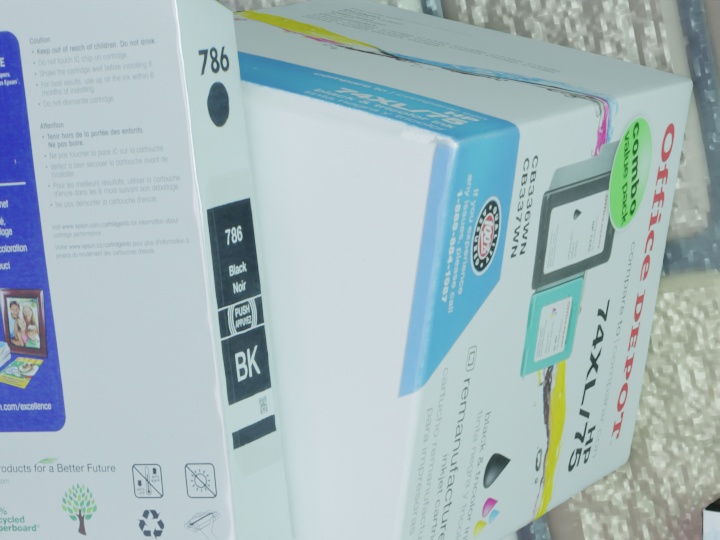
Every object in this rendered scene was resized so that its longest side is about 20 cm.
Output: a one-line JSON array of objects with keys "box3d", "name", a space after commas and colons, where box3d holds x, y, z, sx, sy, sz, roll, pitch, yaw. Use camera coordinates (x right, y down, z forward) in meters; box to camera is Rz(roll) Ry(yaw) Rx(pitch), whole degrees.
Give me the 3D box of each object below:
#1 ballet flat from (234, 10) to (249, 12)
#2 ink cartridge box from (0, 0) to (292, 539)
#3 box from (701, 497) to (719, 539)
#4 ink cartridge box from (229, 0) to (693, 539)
[{"box3d": [-0.072, -0.002, 0.948, 0.057, 0.066, 0.201, 10, 72, 59], "name": "ballet flat"}, {"box3d": [-0.079, -0.013, 0.767, 0.099, 0.039, 0.202, -1, 100, 28], "name": "ink cartridge box"}, {"box3d": [0.183, 0.181, 0.888, 0.136, 0.038, 0.202, 5, 101, 28], "name": "box"}, {"box3d": [0.000, 0.000, 0.864, 0.145, 0.200, 0.148, 15, 106, 24], "name": "ink cartridge box"}]
